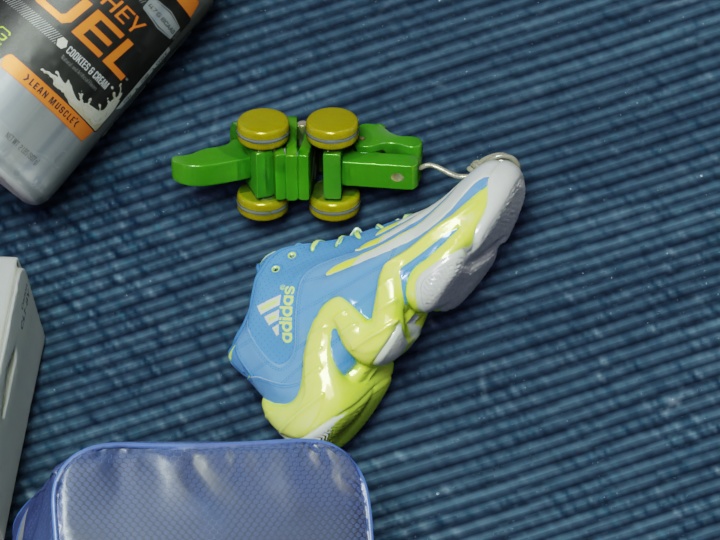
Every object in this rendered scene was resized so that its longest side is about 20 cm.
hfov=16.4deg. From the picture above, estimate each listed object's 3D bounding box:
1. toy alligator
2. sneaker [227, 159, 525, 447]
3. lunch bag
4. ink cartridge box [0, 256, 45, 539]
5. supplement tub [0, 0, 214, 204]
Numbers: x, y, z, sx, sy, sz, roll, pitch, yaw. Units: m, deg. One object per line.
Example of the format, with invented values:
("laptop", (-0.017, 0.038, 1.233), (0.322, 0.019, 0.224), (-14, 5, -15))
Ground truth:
("toy alligator", (-0.008, -0.067, 1.428), (0.199, 0.060, 0.054), (0, 33, 0))
("sneaker", (0.000, 0.000, 1.392), (0.105, 0.076, 0.200), (39, 89, 16))
("lunch bag", (-0.098, 0.170, 1.325), (0.199, 0.132, 0.137), (1, 72, -17))
("ink cartridge box", (-0.288, 0.071, 1.390), (0.199, 0.084, 0.146), (2, 57, 8))
("supplement tub", (-0.166, -0.148, 1.426), (0.122, 0.123, 0.200), (38, 84, 13))
